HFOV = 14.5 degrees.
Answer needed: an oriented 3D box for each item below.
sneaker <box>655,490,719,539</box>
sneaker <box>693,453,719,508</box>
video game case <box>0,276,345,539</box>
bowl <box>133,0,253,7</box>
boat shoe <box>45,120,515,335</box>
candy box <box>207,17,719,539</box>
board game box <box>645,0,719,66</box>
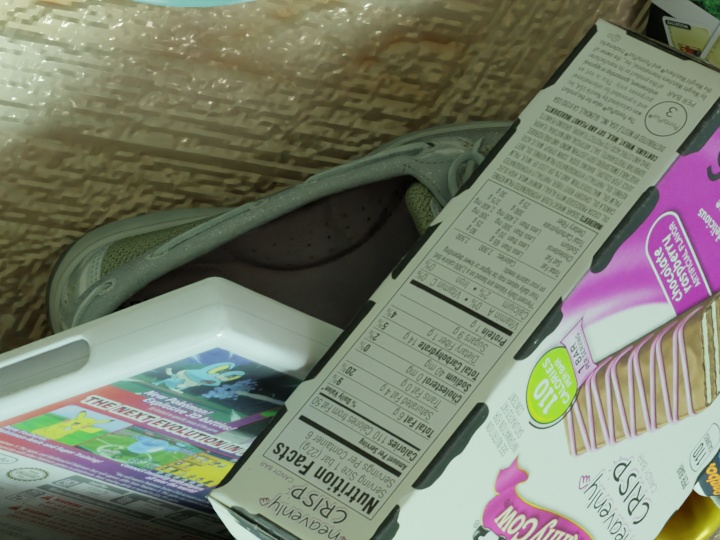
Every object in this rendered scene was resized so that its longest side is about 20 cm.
[{"bbox_3d":[0.064,0.055,1.027,0.200,0.077,0.073,15,125,-36],"label":"sneaker"},{"bbox_3d":[0.162,0.054,0.972,0.079,0.200,0.078,-54,145,-23],"label":"sneaker"},{"bbox_3d":[-0.065,0.059,0.925,0.182,0.023,0.200,-19,156,26],"label":"video game case"},{"bbox_3d":[-0.039,-0.148,0.744,0.201,0.105,0.201,-16,138,-15],"label":"bowl"},{"bbox_3d":[-0.001,-0.001,0.926,0.202,0.065,0.074,-10,102,-12],"label":"boat shoe"},{"bbox_3d":[0.056,0.041,0.883,0.200,0.061,0.136,-50,143,-16],"label":"candy box"},{"bbox_3d":[0.171,-0.038,0.900,0.023,0.200,0.105,-30,143,-33],"label":"board game box"}]
